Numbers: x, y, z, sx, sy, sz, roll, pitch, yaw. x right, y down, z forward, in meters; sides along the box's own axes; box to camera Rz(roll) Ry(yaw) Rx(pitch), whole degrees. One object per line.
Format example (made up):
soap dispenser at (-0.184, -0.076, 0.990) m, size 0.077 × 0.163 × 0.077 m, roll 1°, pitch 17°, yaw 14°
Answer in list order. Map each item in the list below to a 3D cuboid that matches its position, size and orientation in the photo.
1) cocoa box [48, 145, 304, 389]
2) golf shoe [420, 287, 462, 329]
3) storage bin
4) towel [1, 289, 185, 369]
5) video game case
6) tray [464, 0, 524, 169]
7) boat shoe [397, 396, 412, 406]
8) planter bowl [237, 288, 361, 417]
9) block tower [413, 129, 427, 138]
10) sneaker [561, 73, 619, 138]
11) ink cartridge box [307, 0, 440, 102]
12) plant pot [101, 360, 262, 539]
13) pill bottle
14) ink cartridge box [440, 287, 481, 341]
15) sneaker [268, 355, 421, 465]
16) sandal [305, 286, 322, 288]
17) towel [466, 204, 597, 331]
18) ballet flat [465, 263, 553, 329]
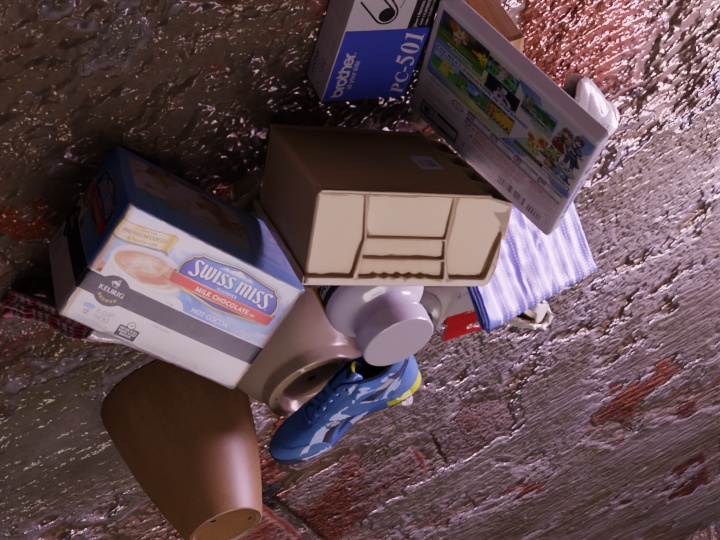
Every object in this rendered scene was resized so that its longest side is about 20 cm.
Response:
cocoa box at (-0.178, -0.003, 1.233) m, size 0.200 × 0.133 × 0.131 m, roll 28°, pitch 109°, yaw -28°
golf shoe at (0.066, 0.050, 1.586) m, size 0.097 × 0.078 × 0.200 m, roll -39°, pitch -172°, yaw -22°
storage bin at (0.018, -0.066, 1.253) m, size 0.198 × 0.200 × 0.094 m, roll 1°, pitch 112°, yaw -19°
towel at (-0.261, 0.065, 1.303) m, size 0.146 × 0.200 × 0.030 m, roll 20°, pitch 87°, yaw -41°
video game case at (0.136, -0.145, 1.225) m, size 0.022 × 0.200 × 0.182 m, roll -39°, pitch 165°, yaw -22°
tray at (0.120, -0.192, 1.294) m, size 0.037 × 0.099 × 0.200 m, roll -21°, pitch 148°, yaw -11°
boat shoe at (-0.012, 0.144, 1.615) m, size 0.074 × 0.067 × 0.200 m, roll -12°, pitch -176°, yaw -36°
planter bowl at (-0.077, 0.088, 1.517) m, size 0.200 × 0.135 × 0.200 m, roll -19°, pitch 147°, yaw -13°
block tower at (0.065, -0.079, 1.459) m, size 0.058 × 0.054 × 0.200 m, roll -23°, pitch 149°, yaw -6°
sneaker at (0.186, -0.155, 1.443) m, size 0.200 × 0.076 × 0.092 m, roll -33°, pitch 129°, yaw 11°
ink cartridge box at (0.022, -0.247, 1.192) m, size 0.094 × 0.044 × 0.200 m, roll -8°, pitch 144°, yaw -26°
plant pot at (-0.198, 0.231, 1.571) m, size 0.186 × 0.200 × 0.186 m, roll -20°, pitch 147°, yaw -14°
pill bottle at (0.000, 0.000, 1.384) m, size 0.112 × 0.200 × 0.112 m, roll -20°, pitch 147°, yaw -13°
ink cartridge box at (0.151, -0.004, 1.621) m, size 0.116 × 0.067 × 0.200 m, roll -17°, pitch 146°, yaw -19°
sneaker at (-0.028, 0.144, 1.454) m, size 0.200 × 0.066 × 0.078 m, roll -32°, pitch 136°, yaw 2°
sandal at (-0.086, -0.008, 1.356) m, size 0.055 × 0.082 × 0.200 m, roll -18°, pitch -169°, yaw -16°
towel at (0.193, -0.030, 1.508) m, size 0.200 × 0.145 × 0.024 m, roll -26°, pitch -169°, yaw -33°
ballet flat at (0.189, 0.026, 1.563) m, size 0.072 × 0.072 × 0.200 m, roll -35°, pitch 150°, yaw 12°
